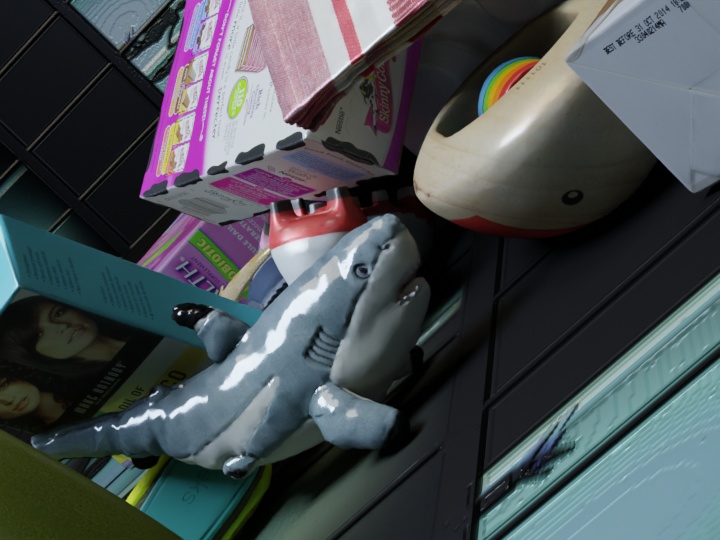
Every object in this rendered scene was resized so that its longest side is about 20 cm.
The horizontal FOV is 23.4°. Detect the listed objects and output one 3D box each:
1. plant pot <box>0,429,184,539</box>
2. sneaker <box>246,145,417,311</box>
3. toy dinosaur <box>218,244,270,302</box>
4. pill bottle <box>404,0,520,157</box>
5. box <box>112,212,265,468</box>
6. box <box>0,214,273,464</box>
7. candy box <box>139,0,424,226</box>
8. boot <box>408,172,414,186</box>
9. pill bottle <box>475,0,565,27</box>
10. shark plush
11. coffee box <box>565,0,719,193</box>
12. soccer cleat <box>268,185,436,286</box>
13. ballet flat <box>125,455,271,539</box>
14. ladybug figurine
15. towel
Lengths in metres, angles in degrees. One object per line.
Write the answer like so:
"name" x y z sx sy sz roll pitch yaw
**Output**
"plant pot" -0.159 0.140 0.647 0.200 0.193 0.200 -45 9 9
"sneaker" -0.029 -0.044 1.072 0.070 0.082 0.200 -11 -34 -38
"toy dinosaur" -0.089 0.048 1.022 0.200 0.058 0.101 115 170 -55
"pill bottle" 0.096 -0.148 0.995 0.200 0.112 0.112 -51 11 -31
"box" -0.111 0.020 1.240 0.200 0.097 0.176 -53 12 -34
"box" -0.111 0.045 0.843 0.082 0.200 0.049 -47 46 22
"candy box" -0.043 -0.108 0.973 0.200 0.061 0.136 -12 63 58
"boot" 0.064 -0.109 1.125 0.198 0.073 0.162 -50 4 -31
"pill bottle" 0.147 -0.209 0.907 0.200 0.111 0.111 -24 1 -21
"shark plush" -0.055 0.043 0.799 0.200 0.083 0.091 -18 17 25
"coffee box" 0.179 -0.137 0.683 0.200 0.080 0.114 -53 11 -35
"soccer cleat" 0.000 0.000 0.943 0.069 0.085 0.200 -10 -1 14
"ballet flat" -0.112 0.154 0.820 0.200 0.067 0.067 -48 -12 -29
"ladybug figurine" 0.089 -0.067 0.806 0.136 0.072 0.200 -44 9 6
"towel" 0.022 -0.175 0.847 0.200 0.023 0.144 -38 49 25
